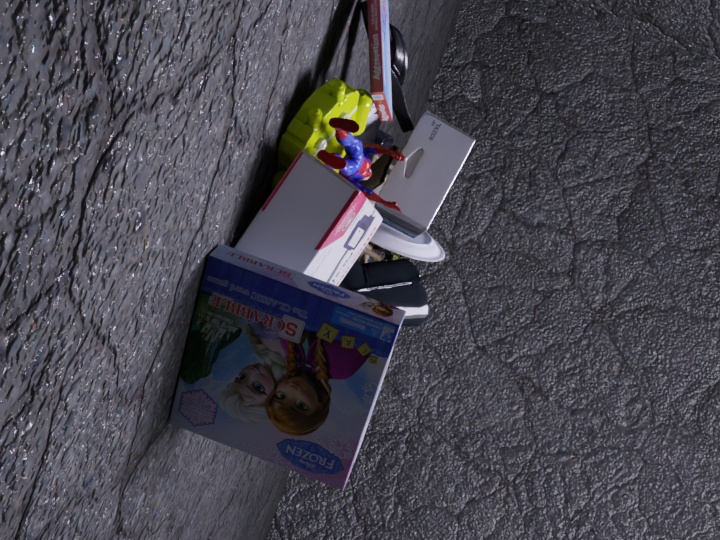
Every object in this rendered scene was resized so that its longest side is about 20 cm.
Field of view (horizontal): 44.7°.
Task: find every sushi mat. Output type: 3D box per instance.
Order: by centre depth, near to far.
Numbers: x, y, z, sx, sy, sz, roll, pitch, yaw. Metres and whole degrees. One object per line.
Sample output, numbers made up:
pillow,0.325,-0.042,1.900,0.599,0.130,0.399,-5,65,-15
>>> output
sushi mat,-0.023,-0.112,1.327,0.200,0.012,0.096,-34,-156,38

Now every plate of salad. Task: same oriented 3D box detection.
plate of salad,0.041,-0.056,1.401,0.048,0.199,0.200,-65,178,19

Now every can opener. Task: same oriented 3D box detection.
can opener,-0.001,-0.235,1.418,0.200,0.078,0.064,-10,112,-71

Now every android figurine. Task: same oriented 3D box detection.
android figurine,-0.049,-0.149,1.050,0.182,0.041,0.200,-51,170,-26

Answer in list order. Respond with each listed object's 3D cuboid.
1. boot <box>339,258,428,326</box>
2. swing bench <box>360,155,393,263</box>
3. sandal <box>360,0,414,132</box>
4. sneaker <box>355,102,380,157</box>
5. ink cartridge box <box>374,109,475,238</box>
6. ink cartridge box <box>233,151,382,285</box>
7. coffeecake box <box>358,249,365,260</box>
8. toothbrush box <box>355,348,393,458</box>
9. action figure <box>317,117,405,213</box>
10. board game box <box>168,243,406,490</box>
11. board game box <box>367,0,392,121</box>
boot,0.000,0.000,1.262,0.168,0.201,0.076,-8,155,-44
swing bench,0.001,-0.083,1.597,0.200,0.129,0.200,-33,-149,53
sandal,0.048,-0.295,1.244,0.075,0.048,0.201,-105,172,-56
sneaker,-0.011,-0.191,1.230,0.200,0.075,0.116,-58,166,-79
ink cartridge box,0.085,-0.131,1.264,0.146,0.083,0.200,-61,-179,-1
ink cartridge box,-0.056,-0.038,1.010,0.145,0.084,0.200,-55,170,1
coffeecake box,-0.067,0.034,1.381,0.201,0.073,0.154,-63,-177,5
toothbrush box,-0.078,0.120,0.980,0.085,0.199,0.147,-67,176,-47
action figure,0.013,-0.121,1.031,0.200,0.099,0.066,18,94,-85
board game box,-0.078,0.099,0.882,0.041,0.199,0.200,-58,166,-67
board game box,0.023,-0.301,1.103,0.103,0.019,0.201,55,32,-78
